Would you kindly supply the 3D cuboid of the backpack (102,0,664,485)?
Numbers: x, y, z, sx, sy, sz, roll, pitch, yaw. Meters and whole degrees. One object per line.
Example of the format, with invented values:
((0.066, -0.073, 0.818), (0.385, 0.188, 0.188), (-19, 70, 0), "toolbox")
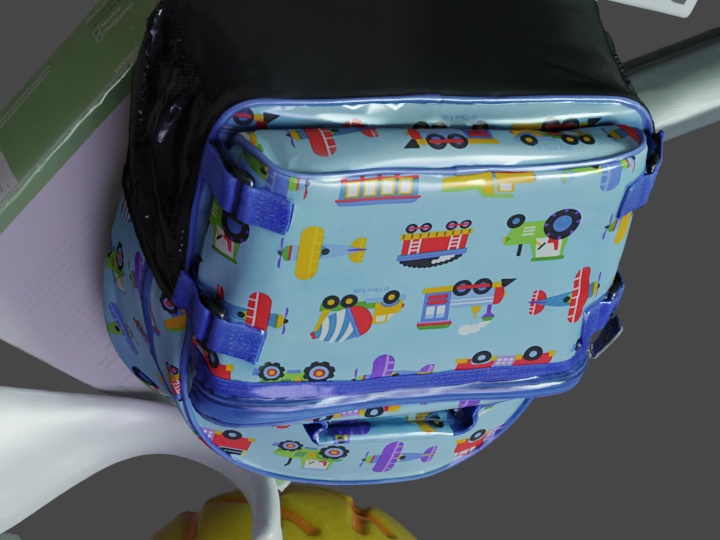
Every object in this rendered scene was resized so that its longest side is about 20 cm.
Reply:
((0.000, 0.000, 0.889), (0.181, 0.135, 0.201), (0, 130, -21), "backpack")

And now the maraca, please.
((-0.052, 0.143, 1.049), (0.199, 0.108, 0.137), (4, 163, -28), "maraca")

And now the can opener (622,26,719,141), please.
((0.143, -0.091, 1.014), (0.199, 0.053, 0.067), (-25, 98, -8), "can opener")

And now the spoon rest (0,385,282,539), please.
((-0.124, 0.079, 0.974), (0.199, 0.061, 0.100), (8, 142, 6), "spoon rest")

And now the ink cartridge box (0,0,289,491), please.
((-0.058, -0.011, 0.974), (0.146, 0.048, 0.200), (-46, 132, 13), "ink cartridge box")

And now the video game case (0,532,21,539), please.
((-0.241, 0.186, 1.059), (0.143, 0.018, 0.201), (10, 120, -32), "video game case")

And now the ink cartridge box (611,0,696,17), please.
((0.090, -0.155, 0.923), (0.103, 0.059, 0.201), (9, 121, -32), "ink cartridge box")
